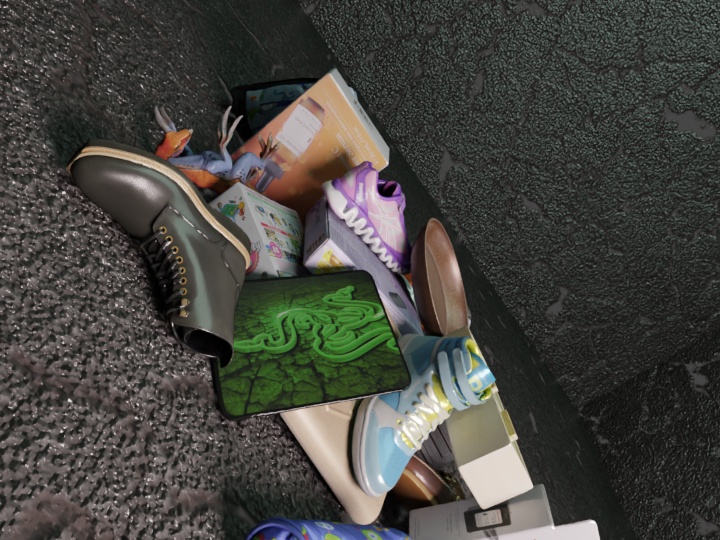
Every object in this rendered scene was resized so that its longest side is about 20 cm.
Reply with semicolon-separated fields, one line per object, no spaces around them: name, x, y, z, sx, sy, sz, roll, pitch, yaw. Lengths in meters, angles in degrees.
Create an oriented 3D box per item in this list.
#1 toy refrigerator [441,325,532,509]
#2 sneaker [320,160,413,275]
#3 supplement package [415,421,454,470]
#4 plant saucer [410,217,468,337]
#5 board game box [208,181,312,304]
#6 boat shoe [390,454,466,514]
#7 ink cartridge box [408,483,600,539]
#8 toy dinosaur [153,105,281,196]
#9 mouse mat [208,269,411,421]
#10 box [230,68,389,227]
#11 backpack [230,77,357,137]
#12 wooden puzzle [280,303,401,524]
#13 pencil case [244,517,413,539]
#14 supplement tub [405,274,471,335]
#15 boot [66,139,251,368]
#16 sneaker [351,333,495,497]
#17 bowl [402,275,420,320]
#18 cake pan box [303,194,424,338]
toy refrigerator;0.136;0.162;0.710;0.077;0.068;0.202;58;13;-29
sneaker;0.035;-0.075;0.845;0.200;0.088;0.081;44;9;-38
supplement package;0.104;0.194;0.880;0.198;0.110;0.159;2;56;-62
plant saucer;0.112;0.029;0.873;0.199;0.036;0.208;-12;91;-68
board game box;-0.098;0.008;0.749;0.204;0.063;0.147;65;17;19
boat shoe;0.098;0.290;0.757;0.071;0.069;0.203;-50;122;-33
ink cartridge box;0.159;0.311;0.656;0.067;0.194;0.119;-72;145;-70
toy dinosaur;-0.172;-0.126;0.747;0.181;0.103;0.205;-39;108;-54
mouse mat;-0.056;0.067;0.619;0.193;0.008;0.164;-4;49;-21
box;-0.074;-0.175;0.911;0.154;0.198;0.107;51;15;-15
backpack;-0.095;-0.260;1.019;0.163;0.194;0.159;1;76;-72
wooden puzzle;-0.006;0.142;0.683;0.188;0.045;0.201;60;40;-23
pencil case;-0.017;0.253;0.498;0.086;0.079;0.199;31;-3;38
supplement tub;0.132;0.061;1.227;0.200;0.121;0.124;44;20;-35
boot;-0.178;-0.013;0.546;0.198;0.076;0.142;34;39;-37
sneaker;0.073;0.144;0.642;0.080;0.128;0.203;52;45;-30
bowl;0.049;0.067;1.019;0.202;0.093;0.203;51;17;-23
cake pan box;0.000;0.000;0.818;0.185;0.052;0.201;47;12;-21
